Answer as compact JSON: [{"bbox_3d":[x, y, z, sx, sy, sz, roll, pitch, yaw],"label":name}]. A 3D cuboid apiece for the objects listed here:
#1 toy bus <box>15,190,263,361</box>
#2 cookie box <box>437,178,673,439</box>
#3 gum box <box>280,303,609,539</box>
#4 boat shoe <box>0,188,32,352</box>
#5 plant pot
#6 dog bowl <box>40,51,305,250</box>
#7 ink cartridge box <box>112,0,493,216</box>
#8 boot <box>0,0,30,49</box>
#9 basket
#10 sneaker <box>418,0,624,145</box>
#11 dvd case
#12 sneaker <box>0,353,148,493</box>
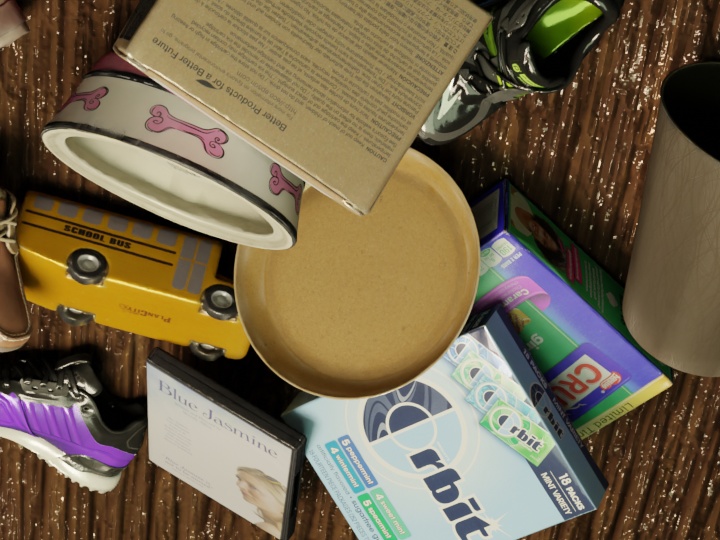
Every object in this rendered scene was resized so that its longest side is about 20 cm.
[{"bbox_3d":[-0.176,0.005,1.670,0.200,0.078,0.065,15,140,-6],"label":"toy bus"},{"bbox_3d":[0.120,0.051,1.681,0.171,0.075,0.200,-36,117,29],"label":"cookie box"},{"bbox_3d":[0.064,0.139,1.650,0.200,0.045,0.170,-25,102,29],"label":"gum box"},{"bbox_3d":[-0.296,-0.035,1.602,0.072,0.076,0.200,-30,83,34],"label":"boat shoe"},{"bbox_3d":[0.000,0.000,1.610,0.200,0.200,0.027,-18,164,19],"label":"plant pot"},{"bbox_3d":[-0.126,-0.089,1.543,0.200,0.074,0.200,22,168,5],"label":"dog bowl"},{"bbox_3d":[-0.039,-0.160,1.427,0.200,0.075,0.165,34,90,-19],"label":"ink cartridge box"},{"bbox_3d":[-0.346,-0.165,1.553,0.200,0.070,0.146,-42,101,20],"label":"boot"},{"bbox_3d":[0.277,-0.028,1.572,0.180,0.136,0.200,23,132,8],"label":"basket"},{"bbox_3d":[0.107,-0.155,1.518,0.200,0.083,0.071,-36,116,28],"label":"sneaker"},{"bbox_3d":[-0.112,0.146,1.735,0.143,0.018,0.200,30,153,11],"label":"dvd case"},{"bbox_3d":[-0.264,0.099,1.768,0.200,0.070,0.100,29,118,-21],"label":"sneaker"}]
